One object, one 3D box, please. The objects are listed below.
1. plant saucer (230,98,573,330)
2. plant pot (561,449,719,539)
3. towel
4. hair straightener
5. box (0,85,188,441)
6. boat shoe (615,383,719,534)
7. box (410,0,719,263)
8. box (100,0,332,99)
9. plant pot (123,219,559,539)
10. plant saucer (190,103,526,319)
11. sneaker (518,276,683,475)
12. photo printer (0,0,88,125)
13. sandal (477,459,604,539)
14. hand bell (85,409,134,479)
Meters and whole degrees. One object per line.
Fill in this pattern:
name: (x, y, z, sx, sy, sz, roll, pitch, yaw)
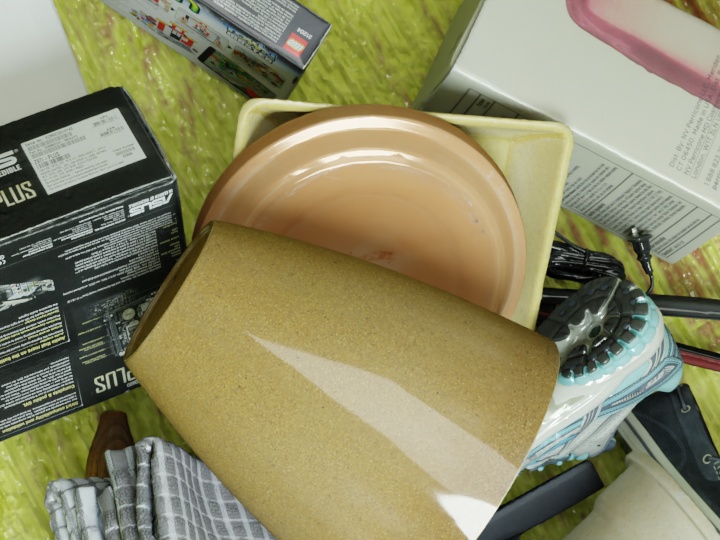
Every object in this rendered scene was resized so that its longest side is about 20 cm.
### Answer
plant saucer: (0.011, -0.015, 1.467, 0.199, 0.049, 0.201, 4, 118, -11)
plant pot: (0.141, 0.237, 1.423, 0.183, 0.200, 0.201, -33, 87, -5)
towel: (-0.074, 0.195, 1.371, 0.165, 0.085, 0.201, 14, 51, -44)
hair straightener: (0.157, 0.008, 1.535, 0.199, 0.041, 0.077, 13, 96, -2)
box: (-0.201, 0.008, 1.390, 0.199, 0.164, 0.086, -22, 50, -14)
boat shoe: (0.218, 0.137, 1.461, 0.062, 0.075, 0.200, -31, 43, -3)
box: (0.147, -0.106, 1.512, 0.199, 0.128, 0.109, 27, 73, -5)
box: (-0.117, -0.174, 1.481, 0.199, 0.110, 0.035, 34, 74, -4)
plant pot: (-0.023, 0.065, 1.346, 0.199, 0.186, 0.187, 33, 74, -11)
plant saucer: (0.000, 0.000, 1.428, 0.199, 0.032, 0.201, -4, 119, -7)
sneaker: (0.110, 0.095, 1.474, 0.200, 0.078, 0.086, -35, 131, 14)
photo printer: (-0.259, -0.081, 1.453, 0.199, 0.069, 0.167, -20, 83, -15)
sandal: (0.065, 0.176, 1.465, 0.199, 0.076, 0.043, -27, 85, -16)
hand bell: (-0.147, 0.179, 1.430, 0.103, 0.104, 0.201, 3, 65, -11)
